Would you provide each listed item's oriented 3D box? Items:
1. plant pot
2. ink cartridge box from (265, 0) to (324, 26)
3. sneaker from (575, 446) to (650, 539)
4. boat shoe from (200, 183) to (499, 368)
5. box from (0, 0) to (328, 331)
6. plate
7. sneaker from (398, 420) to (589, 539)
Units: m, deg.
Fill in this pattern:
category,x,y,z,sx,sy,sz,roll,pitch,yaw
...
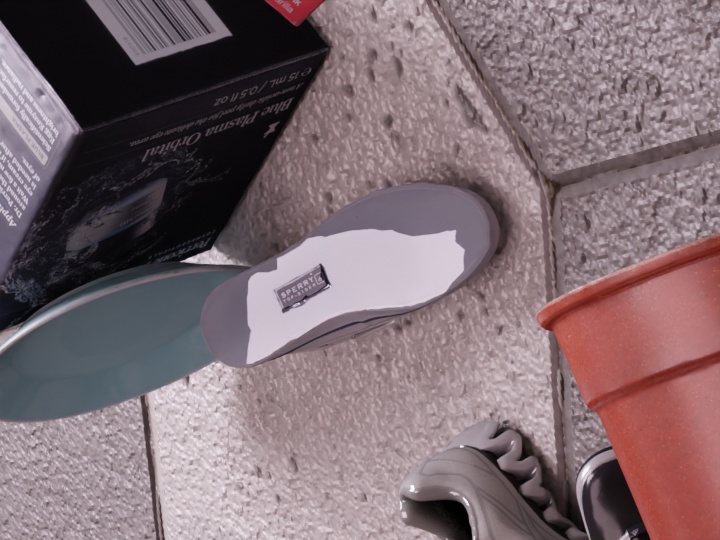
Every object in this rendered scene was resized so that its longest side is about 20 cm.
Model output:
category,x,y,z,sx,sy,sz,roll,pitch,yaw
plant pot,0.205,0.083,1.220,0.200,0.200,0.196,-27,77,49
ink cartridge box,-0.002,-0.256,1.308,0.145,0.146,0.200,41,127,-13
sneaker,0.178,0.182,1.389,0.071,0.083,0.201,-29,91,9
boat shoe,0.000,0.000,1.535,0.199,0.065,0.074,-19,84,29
box,-0.154,-0.085,1.568,0.118,0.196,0.200,52,137,17
plate,-0.147,0.037,1.613,0.200,0.199,0.026,-43,62,47
sneaker,0.101,0.172,1.485,0.200,0.081,0.075,42,131,26
